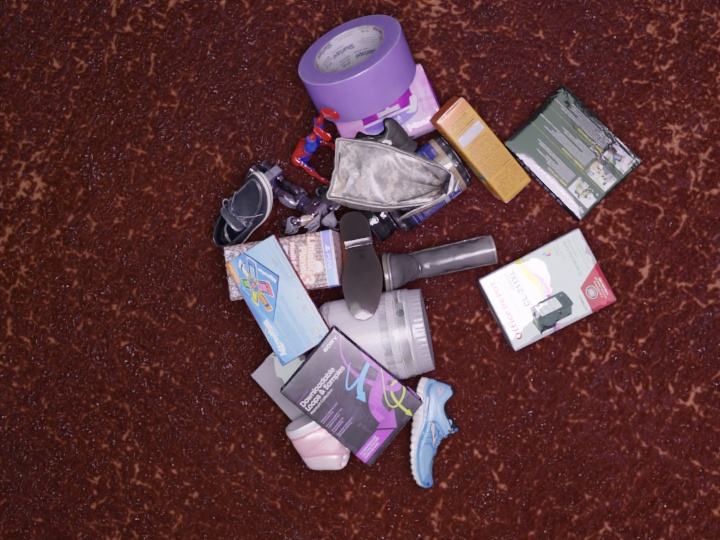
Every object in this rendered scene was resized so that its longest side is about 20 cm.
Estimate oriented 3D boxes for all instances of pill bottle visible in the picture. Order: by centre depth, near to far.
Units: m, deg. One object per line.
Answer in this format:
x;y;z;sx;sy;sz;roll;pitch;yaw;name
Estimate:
0.095;-0.145;1.274;0.199;0.112;0.112;-36;85;6;pill bottle

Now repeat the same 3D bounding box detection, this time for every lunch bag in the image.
0.057;-0.144;1.138;0.198;0.164;0.119;10;96;4;lunch bag

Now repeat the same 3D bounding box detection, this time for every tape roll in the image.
-0.006;-0.364;1.250;0.198;0.085;0.201;-16;45;17;tape roll

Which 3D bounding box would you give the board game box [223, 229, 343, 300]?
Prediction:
-0.128;-0.008;1.281;0.198;0.159;0.098;-8;88;7;board game box

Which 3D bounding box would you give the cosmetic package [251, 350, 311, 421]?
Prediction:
-0.098;0.229;1.312;0.107;0.090;0.200;-43;81;4;cosmetic package

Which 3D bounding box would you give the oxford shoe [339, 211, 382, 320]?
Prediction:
0.000;0.000;1.224;0.071;0.071;0.202;-3;63;-4;oxford shoe

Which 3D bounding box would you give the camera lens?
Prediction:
0.023;0.122;1.256;0.198;0.160;0.162;-11;88;8;camera lens

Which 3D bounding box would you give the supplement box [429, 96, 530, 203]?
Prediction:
0.215;-0.216;1.248;0.069;0.067;0.200;-45;105;6;supplement box

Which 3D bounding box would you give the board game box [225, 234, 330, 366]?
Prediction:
-0.139;0.051;1.192;0.102;0.019;0.201;-31;86;5;board game box

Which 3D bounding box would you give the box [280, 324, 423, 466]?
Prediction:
-0.015;0.209;1.165;0.200;0.036;0.143;40;92;-5;box

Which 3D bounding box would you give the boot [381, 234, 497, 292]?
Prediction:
0.143;-0.014;1.238;0.198;0.182;0.073;-4;103;12;boot

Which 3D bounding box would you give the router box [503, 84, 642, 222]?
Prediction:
0.381;-0.212;1.264;0.149;0.051;0.200;-44;84;7;router box

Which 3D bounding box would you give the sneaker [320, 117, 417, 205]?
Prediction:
0.002;-0.196;1.251;0.199;0.076;0.091;-38;111;5;sneaker

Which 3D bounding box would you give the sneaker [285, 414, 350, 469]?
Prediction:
-0.022;0.281;1.227;0.199;0.075;0.105;-25;97;-2;sneaker

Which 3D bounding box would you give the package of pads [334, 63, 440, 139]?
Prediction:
0.046;-0.289;1.302;0.199;0.076;0.121;-23;89;8;package of pads

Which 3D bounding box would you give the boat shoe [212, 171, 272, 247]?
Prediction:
-0.221;-0.105;1.291;0.075;0.062;0.200;53;135;10;boat shoe

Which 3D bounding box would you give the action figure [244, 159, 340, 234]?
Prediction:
-0.118;-0.133;1.308;0.199;0.130;0.070;35;136;12;action figure

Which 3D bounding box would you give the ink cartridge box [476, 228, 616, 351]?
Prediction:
0.329;0.036;1.252;0.199;0.083;0.147;-28;86;6;ink cartridge box

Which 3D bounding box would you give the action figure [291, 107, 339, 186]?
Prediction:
-0.067;-0.220;1.274;0.098;0.200;0.066;28;73;-16;action figure

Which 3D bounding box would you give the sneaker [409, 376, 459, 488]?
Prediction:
0.136;0.302;1.281;0.089;0.078;0.202;6;90;5;sneaker
